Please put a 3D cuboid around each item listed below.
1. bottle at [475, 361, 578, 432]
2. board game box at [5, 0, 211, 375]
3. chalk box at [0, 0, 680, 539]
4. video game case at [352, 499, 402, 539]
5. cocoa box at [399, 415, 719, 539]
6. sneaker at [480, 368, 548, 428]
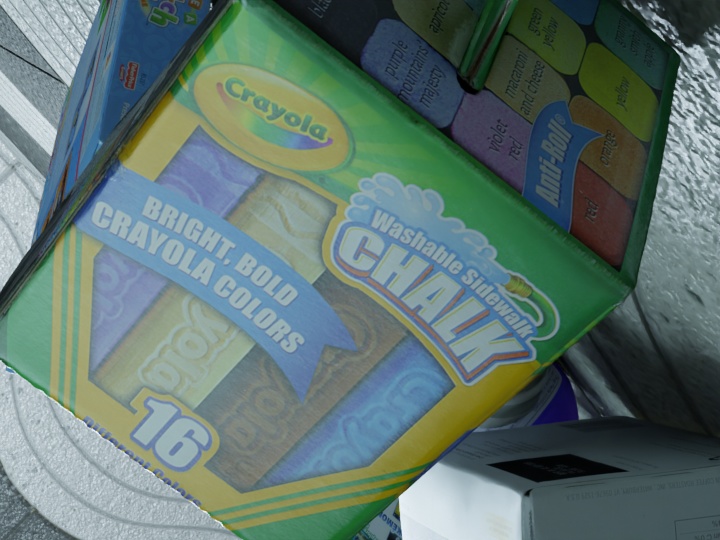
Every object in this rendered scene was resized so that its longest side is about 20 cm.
[{"bbox_3d":[0.072,0.074,0.929,0.200,0.084,0.065,49,169,-22],"label":"bottle"},{"bbox_3d":[-0.104,-0.061,0.732,0.036,0.153,0.200,15,149,-15],"label":"board game box"},{"bbox_3d":[0.006,-0.034,0.484,0.123,0.125,0.200,38,129,-10],"label":"chalk box"},{"bbox_3d":[0.048,0.141,1.098,0.022,0.184,0.200,0,-151,-46],"label":"video game case"},{"bbox_3d":[0.105,0.146,0.788,0.200,0.132,0.133,180,85,-76],"label":"cocoa box"},{"bbox_3d":[0.029,-0.027,0.809,0.200,0.074,0.082,48,137,18],"label":"sneaker"}]
